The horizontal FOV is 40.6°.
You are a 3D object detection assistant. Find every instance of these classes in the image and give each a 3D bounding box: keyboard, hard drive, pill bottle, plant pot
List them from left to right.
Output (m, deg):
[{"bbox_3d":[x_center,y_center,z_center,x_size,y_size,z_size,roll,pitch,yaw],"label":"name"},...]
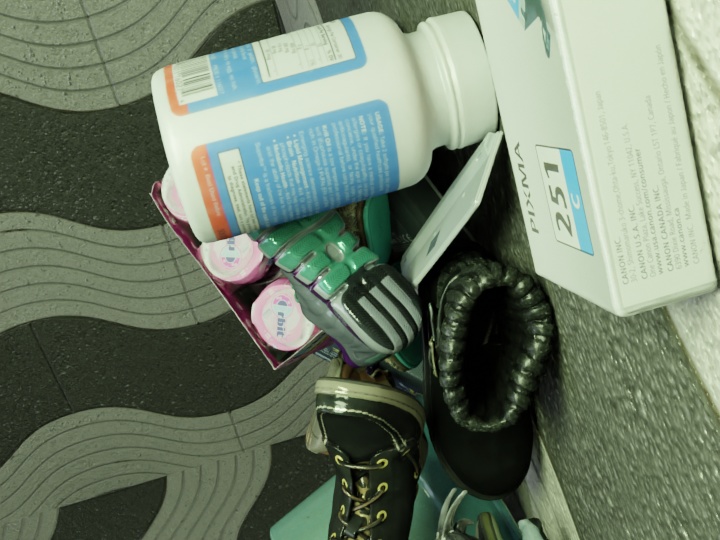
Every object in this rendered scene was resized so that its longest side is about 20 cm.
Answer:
[{"bbox_3d":[-0.020,-0.095,0.609,0.112,0.198,0.113,165,90,-86],"label":"pill bottle"},{"bbox_3d":[-0.005,-0.082,0.789,0.200,0.033,0.139,51,158,-15],"label":"hard drive"},{"bbox_3d":[0.031,0.256,0.932,0.201,0.195,0.200,56,171,13],"label":"plant pot"},{"bbox_3d":[0.053,-0.024,0.666,0.200,0.011,0.057,121,165,-64],"label":"keyboard"}]

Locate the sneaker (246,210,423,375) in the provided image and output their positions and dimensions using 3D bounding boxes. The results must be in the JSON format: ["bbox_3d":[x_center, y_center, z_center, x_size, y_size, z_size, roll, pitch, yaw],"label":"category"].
[{"bbox_3d":[-0.045,-0.009,0.698,0.200,0.074,0.088,52,147,9],"label":"sneaker"}]

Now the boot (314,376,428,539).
[{"bbox_3d":[-0.001,0.170,0.695,0.200,0.072,0.152,71,-150,-62],"label":"boot"}]

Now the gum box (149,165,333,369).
[{"bbox_3d":[-0.087,-0.021,0.862,0.201,0.066,0.113,53,-158,9],"label":"gum box"}]

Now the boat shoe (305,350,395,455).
[{"bbox_3d":[0.000,0.117,0.858,0.200,0.071,0.076,-57,-15,-78],"label":"boat shoe"}]

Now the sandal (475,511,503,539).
[{"bbox_3d":[0.148,0.275,0.759,0.201,0.057,0.080,51,152,42],"label":"sandal"}]

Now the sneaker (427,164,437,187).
[{"bbox_3d":[0.026,-0.107,0.821,0.114,0.075,0.201,-98,-1,-70],"label":"sneaker"}]

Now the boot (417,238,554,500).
[{"bbox_3d":[0.087,0.086,0.670,0.158,0.079,0.213,-121,16,-76],"label":"boot"}]

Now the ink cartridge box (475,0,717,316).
[{"bbox_3d":[0.074,-0.097,0.408,0.176,0.044,0.202,-128,23,-77],"label":"ink cartridge box"}]

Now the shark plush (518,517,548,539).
[{"bbox_3d":[0.138,0.262,0.642,0.091,0.083,0.202,-33,49,53],"label":"shark plush"}]

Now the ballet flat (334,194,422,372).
[{"bbox_3d":[0.000,0.000,0.782,0.068,0.075,0.201,-59,-35,-37],"label":"ballet flat"}]

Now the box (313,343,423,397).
[{"bbox_3d":[0.016,0.080,0.998,0.051,0.199,0.158,-61,-9,-16],"label":"box"}]

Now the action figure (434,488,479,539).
[{"bbox_3d":[0.078,0.270,0.714,0.119,0.101,0.202,139,112,-71],"label":"action figure"}]
